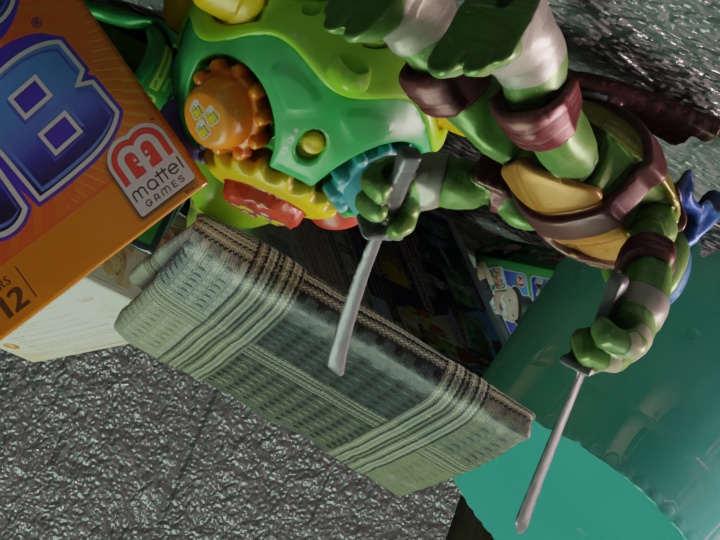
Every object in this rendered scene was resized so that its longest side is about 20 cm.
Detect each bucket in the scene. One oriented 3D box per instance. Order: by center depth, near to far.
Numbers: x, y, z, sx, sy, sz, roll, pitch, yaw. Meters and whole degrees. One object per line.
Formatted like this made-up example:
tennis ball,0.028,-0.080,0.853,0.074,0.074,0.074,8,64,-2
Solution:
bucket,0.151,0.089,1.257,0.207,0.135,0.208,34,155,19

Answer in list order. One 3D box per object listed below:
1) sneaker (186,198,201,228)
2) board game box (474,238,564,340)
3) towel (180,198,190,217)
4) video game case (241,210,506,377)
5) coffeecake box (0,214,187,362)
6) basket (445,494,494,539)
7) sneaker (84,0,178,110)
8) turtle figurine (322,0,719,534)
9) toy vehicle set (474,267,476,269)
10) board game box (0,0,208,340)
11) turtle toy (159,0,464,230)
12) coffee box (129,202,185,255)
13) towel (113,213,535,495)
sneaker,-0.070,-0.031,1.537,0.078,0.091,0.200,20,173,17
board game box,0.133,0.089,1.439,0.029,0.202,0.134,-22,-156,-38
towel,-0.178,-0.086,1.586,0.199,0.024,0.147,33,178,22
video game case,0.000,0.000,1.378,0.181,0.023,0.201,24,-155,-28
coffeecake box,-0.220,-0.016,1.513,0.153,0.074,0.199,-11,153,39
basket,0.135,0.137,1.595,0.135,0.202,0.180,12,-176,-23
sneaker,-0.101,-0.087,1.291,0.199,0.075,0.084,24,177,-1
turtle figurine,0.048,-0.017,0.947,0.194,0.199,0.144,56,-168,-38
toy vehicle set,0.025,0.020,1.523,0.198,0.027,0.124,-4,-175,-26
board game box,-0.224,-0.059,1.089,0.201,0.199,0.200,55,165,-12
turtle toy,-0.031,-0.070,1.083,0.145,0.102,0.200,25,173,-12
coffee box,-0.172,-0.083,1.390,0.122,0.044,0.200,25,-165,-23
towel,-0.023,0.043,1.208,0.192,0.035,0.200,30,160,-9
